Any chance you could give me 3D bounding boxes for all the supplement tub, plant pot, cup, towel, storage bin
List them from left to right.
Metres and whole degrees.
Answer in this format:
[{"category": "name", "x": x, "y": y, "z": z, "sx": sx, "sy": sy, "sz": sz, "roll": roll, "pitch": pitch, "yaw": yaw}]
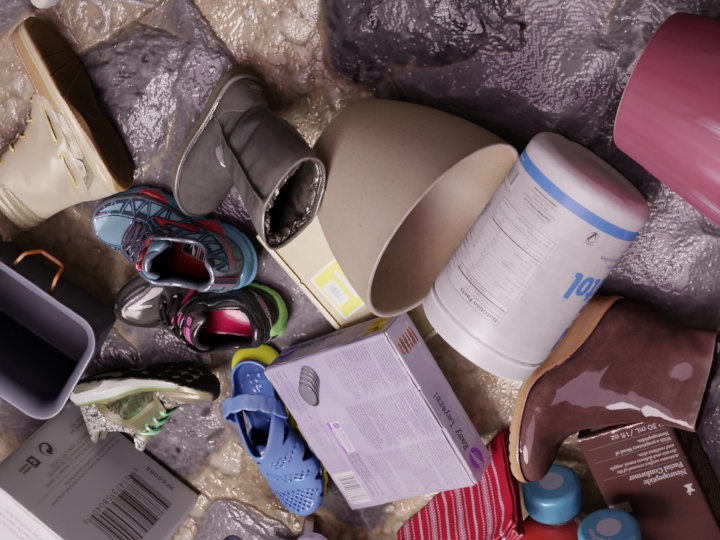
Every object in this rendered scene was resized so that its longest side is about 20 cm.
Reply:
[{"category": "storage bin", "x": -0.362, "y": 0.042, "z": 1.471, "sx": 0.199, "sy": 0.134, "sz": 0.146, "roll": 33, "pitch": 104, "yaw": 2}, {"category": "cup", "x": 0.033, "y": -0.079, "z": 1.269, "sx": 0.143, "sy": 0.199, "sz": 0.201, "roll": 43, "pitch": 122, "yaw": 23}, {"category": "towel", "x": 0.099, "y": 0.270, "z": 1.407, "sx": 0.022, "sy": 0.145, "sz": 0.200, "roll": 30, "pitch": 122, "yaw": -20}, {"category": "supplement tub", "x": 0.162, "y": -0.014, "z": 1.253, "sx": 0.131, "sy": 0.132, "sz": 0.201, "roll": 34, "pitch": 111, "yaw": 3}, {"category": "plant pot", "x": 0.322, "y": -0.126, "z": 1.140, "sx": 0.178, "sy": 0.199, "sz": 0.202, "roll": 30, "pitch": 120, "yaw": 23}]

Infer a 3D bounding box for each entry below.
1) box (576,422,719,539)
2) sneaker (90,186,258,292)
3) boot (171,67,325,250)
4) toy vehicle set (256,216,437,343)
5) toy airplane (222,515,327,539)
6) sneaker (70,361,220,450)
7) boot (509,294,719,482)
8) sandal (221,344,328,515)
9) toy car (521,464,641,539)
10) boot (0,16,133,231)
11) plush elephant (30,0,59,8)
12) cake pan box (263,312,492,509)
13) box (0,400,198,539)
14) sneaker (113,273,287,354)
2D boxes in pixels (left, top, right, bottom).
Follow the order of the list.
[{"category": "box", "x": 0.303, "y": 0.224, "z": 1.354, "sx": 0.099, "sy": 0.075, "sz": 0.201, "roll": -22, "pitch": 105, "yaw": 26}, {"category": "sneaker", "x": -0.208, "y": -0.031, "z": 1.404, "sx": 0.198, "sy": 0.095, "sz": 0.080, "roll": 17, "pitch": 112, "yaw": 22}, {"category": "boot", "x": -0.109, "y": -0.082, "z": 1.304, "sx": 0.200, "sy": 0.072, "sz": 0.183, "roll": 53, "pitch": 131, "yaw": 41}, {"category": "toy vehicle set", "x": 0.000, "y": 0.000, "z": 1.390, "sx": 0.124, "sy": 0.027, "sz": 0.200, "roll": -38, "pitch": 96, "yaw": 28}, {"category": "toy airplane", "x": -0.061, "y": 0.334, "z": 1.462, "sx": 0.199, "sy": 0.199, "sz": 0.142, "roll": 40, "pitch": 128, "yaw": 32}, {"category": "sneaker", "x": -0.235, "y": 0.155, "z": 1.509, "sx": 0.198, "sy": 0.077, "sz": 0.090, "roll": -6, "pitch": 100, "yaw": 30}, {"category": "boot", "x": 0.239, "y": 0.126, "z": 1.281, "sx": 0.165, "sy": 0.072, "sz": 0.202, "roll": 18, "pitch": 85, "yaw": 32}, {"category": "sandal", "x": -0.100, "y": 0.186, "z": 1.473, "sx": 0.079, "sy": 0.087, "sz": 0.202, "roll": -18, "pitch": 107, "yaw": 23}, {"category": "toy car", "x": 0.174, "y": 0.334, "z": 1.341, "sx": 0.177, "sy": 0.199, "sz": 0.186, "roll": 36, "pitch": 146, "yaw": 50}, {"category": "boot", "x": -0.348, "y": -0.150, "z": 1.423, "sx": 0.154, "sy": 0.073, "sz": 0.201, "roll": -20, "pitch": 110, "yaw": 23}, {"category": "plush elephant", "x": -0.353, "y": -0.360, "z": 1.286, "sx": 0.200, "sy": 0.155, "sz": 0.164, "roll": 47, "pitch": 119, "yaw": -5}, {"category": "cake pan box", "x": 0.019, "y": 0.154, "z": 1.408, "sx": 0.183, "sy": 0.052, "sz": 0.201, "roll": -21, "pitch": 106, "yaw": 43}, {"category": "box", "x": -0.335, "y": 0.299, "z": 1.539, "sx": 0.199, "sy": 0.199, "sz": 0.172, "roll": 37, "pitch": 119, "yaw": 3}, {"category": "sneaker", "x": -0.178, "y": 0.043, "z": 1.439, "sx": 0.198, "sy": 0.084, "sz": 0.078, "roll": 4, "pitch": 113, "yaw": 18}]
